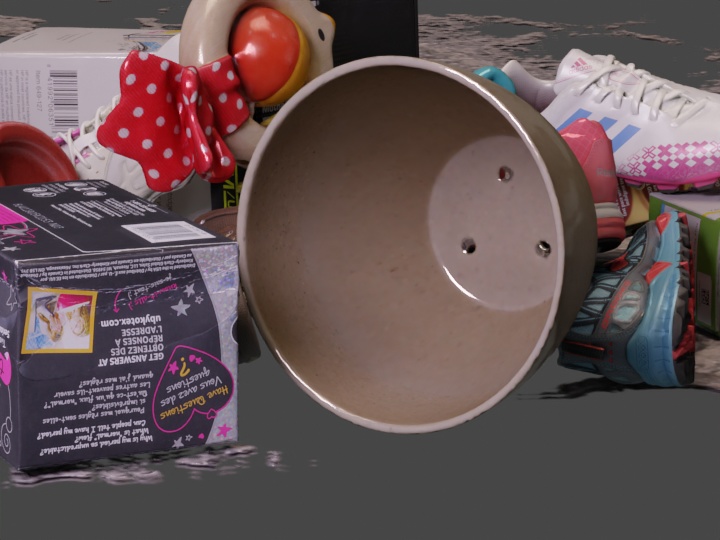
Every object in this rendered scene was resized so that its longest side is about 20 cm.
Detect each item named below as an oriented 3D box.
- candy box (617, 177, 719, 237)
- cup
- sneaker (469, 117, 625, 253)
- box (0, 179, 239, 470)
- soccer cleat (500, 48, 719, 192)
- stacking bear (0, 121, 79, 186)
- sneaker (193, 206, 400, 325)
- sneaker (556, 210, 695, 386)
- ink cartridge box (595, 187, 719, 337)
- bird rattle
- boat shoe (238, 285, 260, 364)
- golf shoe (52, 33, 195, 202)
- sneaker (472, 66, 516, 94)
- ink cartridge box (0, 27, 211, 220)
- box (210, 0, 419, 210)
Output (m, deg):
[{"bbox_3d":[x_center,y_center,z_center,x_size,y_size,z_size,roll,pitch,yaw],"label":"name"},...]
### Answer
[{"bbox_3d":[0.225,-0.065,1.816,0.199,0.057,0.117,-17,-4,8],"label":"candy box"},{"bbox_3d":[0.052,-0.019,1.482,0.199,0.202,0.143,7,9,29],"label":"cup"},{"bbox_3d":[0.069,-0.053,1.601,0.199,0.087,0.074,0,-3,31],"label":"sneaker"},{"bbox_3d":[-0.159,0.026,1.458,0.131,0.115,0.200,-5,14,-26],"label":"box"},{"bbox_3d":[0.170,-0.100,1.709,0.199,0.087,0.070,0,32,32],"label":"soccer cleat"},{"bbox_3d":[-0.290,-0.029,1.743,0.199,0.122,0.114,-3,3,26],"label":"stacking bear"},{"bbox_3d":[-0.050,-0.001,1.609,0.199,0.071,0.075,19,1,41],"label":"sneaker"},{"bbox_3d":[0.150,0.012,1.591,0.095,0.080,0.200,-1,12,7],"label":"sneaker"},{"bbox_3d":[0.247,-0.021,1.740,0.147,0.076,0.200,-5,15,-22],"label":"ink cartridge box"},{"bbox_3d":[-0.076,-0.113,1.703,0.199,0.164,0.112,21,-24,-37],"label":"bird rattle"},{"bbox_3d":[-0.120,0.023,1.605,0.073,0.075,0.200,-25,19,-17],"label":"boat shoe"},{"bbox_3d":[-0.160,-0.077,1.770,0.091,0.200,0.075,5,40,-37],"label":"golf shoe"},{"bbox_3d":[0.087,-0.041,1.671,0.077,0.080,0.201,2,50,-23],"label":"sneaker"},{"bbox_3d":[-0.153,-0.093,1.920,0.199,0.148,0.145,2,12,11],"label":"ink cartridge box"},{"bbox_3d":[-0.029,-0.103,1.851,0.047,0.194,0.200,9,15,35],"label":"box"}]
